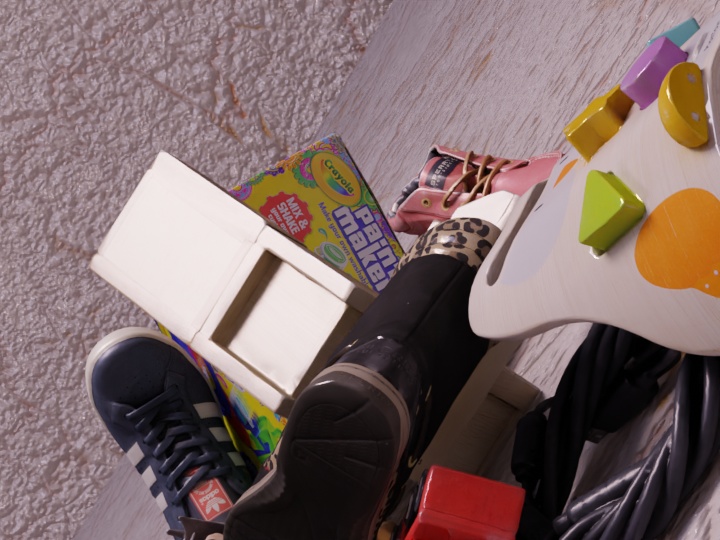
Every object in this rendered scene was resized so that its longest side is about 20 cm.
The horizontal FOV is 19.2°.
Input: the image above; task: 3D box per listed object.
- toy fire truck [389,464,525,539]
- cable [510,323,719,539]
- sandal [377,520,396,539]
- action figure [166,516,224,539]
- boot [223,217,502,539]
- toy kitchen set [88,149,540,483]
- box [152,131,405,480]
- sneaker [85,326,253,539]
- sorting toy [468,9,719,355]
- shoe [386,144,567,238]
[{"bbox_3d":[0.032,0.166,0.961,0.200,0.049,0.142,110,176,-65],"label":"toy fire truck"},{"bbox_3d":[0.114,0.080,0.985,0.200,0.051,0.164,-44,17,56],"label":"cable"},{"bbox_3d":[0.000,0.155,1.148,0.200,0.081,0.055,-117,22,-67],"label":"sandal"},{"bbox_3d":[-0.047,0.192,1.266,0.200,0.129,0.070,-169,86,-66],"label":"action figure"},{"bbox_3d":[0.006,0.073,1.058,0.151,0.073,0.200,-53,-11,-39],"label":"boot"},{"bbox_3d":[0.000,0.000,1.213,0.180,0.200,0.164,34,92,39],"label":"toy kitchen set"},{"bbox_3d":[-0.038,0.042,1.379,0.122,0.201,0.193,-29,-1,-19],"label":"box"},{"bbox_3d":[-0.107,0.125,1.365,0.075,0.200,0.085,-32,32,-3],"label":"sneaker"},{"bbox_3d":[0.128,-0.040,0.971,0.180,0.107,0.200,-32,18,42],"label":"sorting toy"},{"bbox_3d":[0.086,-0.049,1.456,0.072,0.091,0.200,-62,9,-24],"label":"shoe"}]
